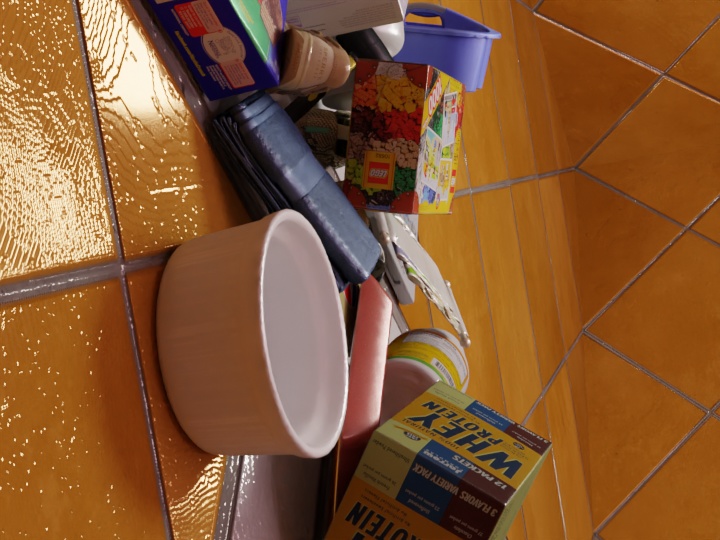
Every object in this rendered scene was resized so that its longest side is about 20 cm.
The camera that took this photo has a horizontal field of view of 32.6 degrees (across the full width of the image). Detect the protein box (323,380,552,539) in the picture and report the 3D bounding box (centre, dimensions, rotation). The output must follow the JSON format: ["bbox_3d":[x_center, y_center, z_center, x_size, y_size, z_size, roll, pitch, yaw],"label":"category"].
[{"bbox_3d":[0.064,0.240,1.178,0.199,0.135,0.200,-66,165,16],"label":"protein box"}]

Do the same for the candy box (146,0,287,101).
[{"bbox_3d":[-0.124,-0.283,1.084,0.169,0.077,0.201,60,26,-52],"label":"candy box"}]

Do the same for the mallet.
[{"bbox_3d":[-0.031,-0.186,1.291,0.066,0.041,0.200,46,54,-16],"label":"mallet"}]

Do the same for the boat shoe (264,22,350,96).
[{"bbox_3d":[-0.056,-0.197,1.181,0.200,0.064,0.072,-128,-129,-71],"label":"boat shoe"}]

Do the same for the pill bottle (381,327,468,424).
[{"bbox_3d":[0.069,0.133,1.466,0.200,0.111,0.112,-41,121,-71],"label":"pill bottle"}]

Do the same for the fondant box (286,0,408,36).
[{"bbox_3d":[-0.045,-0.341,1.261,0.058,0.144,0.200,-77,154,-50],"label":"fondant box"}]

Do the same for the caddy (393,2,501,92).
[{"bbox_3d":[0.081,-0.293,1.596,0.141,0.199,0.105,-42,138,-73],"label":"caddy"}]

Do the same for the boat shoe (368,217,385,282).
[{"bbox_3d":[0.000,0.000,1.389,0.200,0.060,0.076,-79,154,-49],"label":"boat shoe"}]

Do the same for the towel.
[{"bbox_3d":[-0.059,-0.073,1.150,0.200,0.048,0.112,54,21,-7],"label":"towel"}]

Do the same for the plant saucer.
[{"bbox_3d":[0.004,0.135,1.242,0.200,0.037,0.201,94,3,-55],"label":"plant saucer"}]

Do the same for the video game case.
[{"bbox_3d":[0.043,-0.086,1.645,0.182,0.024,0.201,63,24,-47],"label":"video game case"}]

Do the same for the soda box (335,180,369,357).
[{"bbox_3d":[-0.039,-0.002,1.246,0.200,0.067,0.064,-82,156,-44],"label":"soda box"}]

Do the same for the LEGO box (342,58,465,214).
[{"bbox_3d":[0.049,-0.135,1.300,0.200,0.077,0.150,-11,108,-74],"label":"LEGO box"}]

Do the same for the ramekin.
[{"bbox_3d":[-0.086,0.057,1.004,0.200,0.097,0.201,-9,90,-73],"label":"ramekin"}]

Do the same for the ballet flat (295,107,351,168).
[{"bbox_3d":[-0.018,-0.147,1.377,0.200,0.075,0.068,-9,103,-74],"label":"ballet flat"}]

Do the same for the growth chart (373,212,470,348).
[{"bbox_3d":[0.072,-0.004,1.503,0.200,0.018,0.145,51,16,-27],"label":"growth chart"}]

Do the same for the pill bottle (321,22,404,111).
[{"bbox_3d":[-0.008,-0.292,1.414,0.114,0.114,0.201,19,66,-72],"label":"pill bottle"}]
